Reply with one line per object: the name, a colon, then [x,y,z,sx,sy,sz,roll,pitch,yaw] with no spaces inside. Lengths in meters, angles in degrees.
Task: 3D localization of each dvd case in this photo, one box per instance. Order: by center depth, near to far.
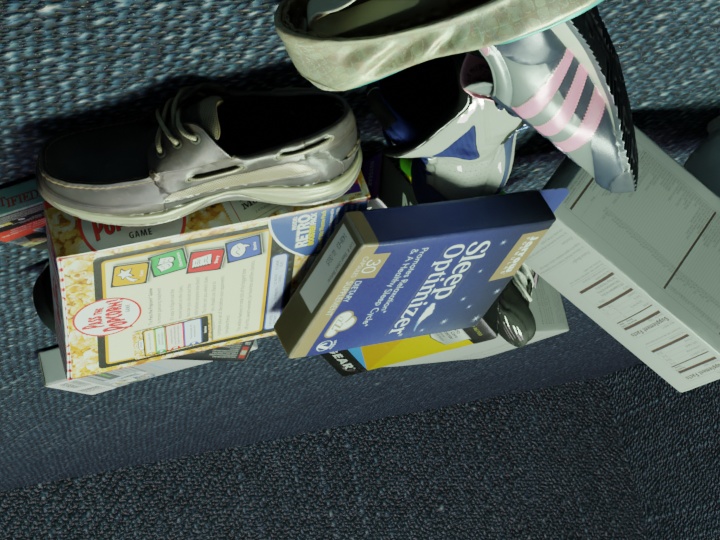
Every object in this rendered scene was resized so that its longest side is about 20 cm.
dvd case: [-0.176,-0.045,1.207,0.145,0.022,0.200,-17,169,15]

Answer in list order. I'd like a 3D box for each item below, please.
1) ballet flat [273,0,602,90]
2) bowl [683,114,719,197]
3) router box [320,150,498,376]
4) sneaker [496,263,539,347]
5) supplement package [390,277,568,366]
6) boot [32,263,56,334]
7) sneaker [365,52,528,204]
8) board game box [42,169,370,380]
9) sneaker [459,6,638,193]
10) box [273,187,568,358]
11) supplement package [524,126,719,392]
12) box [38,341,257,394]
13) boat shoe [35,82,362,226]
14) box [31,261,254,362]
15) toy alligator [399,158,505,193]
ballet flat: [0.046,-0.143,0.859,0.199,0.068,0.062,-20,141,22]
bowl: [0.357,-0.096,1.478,0.200,0.091,0.201,-14,171,-2]
router box: [0.000,0.000,1.345,0.148,0.051,0.200,-16,139,26]
sneaker: [0.124,-0.014,1.473,0.088,0.200,0.074,-28,127,1]
supplement package: [0.102,0.024,1.714,0.116,0.118,0.200,-19,170,33]
boot: [-0.111,-0.014,1.196,0.197,0.074,0.162,0,153,-40]
sneaker: [0.050,-0.100,1.085,0.114,0.081,0.199,-7,161,-20]
board game box: [-0.100,-0.003,1.109,0.199,0.047,0.152,-12,149,-15]
sneaker: [0.104,-0.109,0.974,0.082,0.070,0.200,-13,140,19]
box: [0.050,0.000,1.149,0.199,0.032,0.121,-10,147,-37]
supplement package: [0.238,-0.010,1.397,0.114,0.200,0.110,-51,-176,-20]
box: [-0.224,0.086,1.830,0.199,0.041,0.156,-15,171,8]
boat shoe: [-0.096,-0.080,1.025,0.199,0.075,0.074,-8,144,-11]
box: [-0.178,0.037,1.445,0.110,0.035,0.200,28,-173,21]
toy alligator: [0.089,-0.057,1.332,0.054,0.059,0.200,-51,142,-2]
